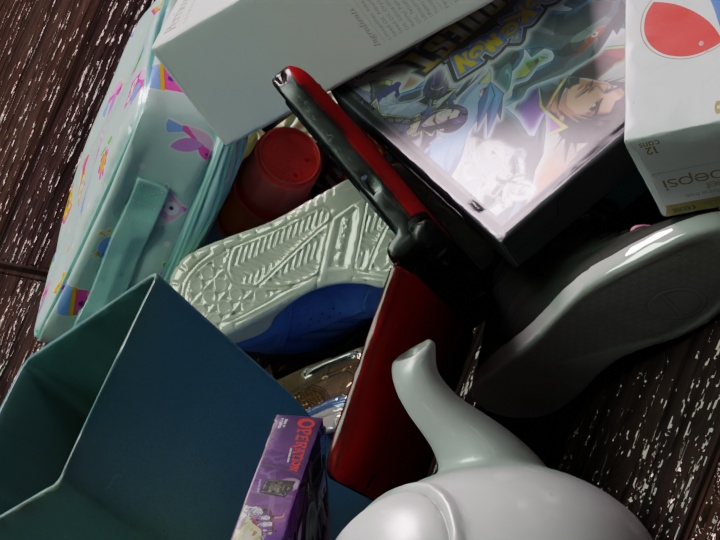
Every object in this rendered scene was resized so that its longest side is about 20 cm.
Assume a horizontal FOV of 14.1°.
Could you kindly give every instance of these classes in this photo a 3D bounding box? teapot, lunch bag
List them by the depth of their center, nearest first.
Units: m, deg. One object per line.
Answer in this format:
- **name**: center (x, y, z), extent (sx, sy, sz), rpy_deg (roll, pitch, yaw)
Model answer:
- **teapot**: center (0.038, 0.172, 1.340), extent (0.198, 0.146, 0.200), rpy_deg (-55, 29, 17)
- **lunch bag**: center (-0.122, -0.045, 1.685), extent (0.161, 0.077, 0.201), rpy_deg (-87, 18, -53)

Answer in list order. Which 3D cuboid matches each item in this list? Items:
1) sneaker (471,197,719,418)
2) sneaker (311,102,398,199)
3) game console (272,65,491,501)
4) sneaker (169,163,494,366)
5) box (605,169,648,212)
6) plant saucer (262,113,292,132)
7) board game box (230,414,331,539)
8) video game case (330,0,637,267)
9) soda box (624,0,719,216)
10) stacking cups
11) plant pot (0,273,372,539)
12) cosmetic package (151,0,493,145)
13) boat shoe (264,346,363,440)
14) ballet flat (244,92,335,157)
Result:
- **sneaker**: center (0.120, -0.010, 1.432), extent (0.200, 0.070, 0.100), rpy_deg (-38, 41, 48)
- **sneaker**: center (0.007, -0.057, 1.698), extent (0.200, 0.077, 0.073), rpy_deg (-39, 71, 61)
- **game console**: center (-0.005, 0.013, 1.471), extent (0.119, 0.173, 0.200), rpy_deg (-41, -16, 2)
- **sneaker**: center (0.000, -0.001, 1.637), extent (0.199, 0.111, 0.077), rpy_deg (-21, 76, 12)
- **box**: center (0.119, -0.116, 1.552), extent (0.082, 0.049, 0.201), rpy_deg (-41, 34, 36)
- **plant saucer**: center (0.013, -0.154, 1.685), extent (0.200, 0.032, 0.200), rpy_deg (-40, 5, 4)
- **board game box**: center (-0.035, 0.185, 1.404), extent (0.120, 0.032, 0.201), rpy_deg (-64, -24, -55)
- **video game case**: center (0.105, -0.112, 1.475), extent (0.200, 0.026, 0.181), rpy_deg (-40, 41, -5)
- **soda box**: center (0.165, -0.126, 1.381), extent (0.068, 0.064, 0.201), rpy_deg (-11, 50, 20)
- **stacking cups**: center (-0.071, -0.025, 1.724), extent (0.200, 0.060, 0.061), rpy_deg (118, 165, -59)
- **plant pot**: center (-0.091, 0.134, 1.528), extent (0.141, 0.200, 0.142), rpy_deg (-31, 27, 47)
- **cosmetic package**: center (-0.003, -0.156, 1.529), extent (0.199, 0.071, 0.102), rpy_deg (-28, 23, 27)
- **boat shoe**: center (-0.041, 0.094, 1.644), extent (0.199, 0.072, 0.073), rpy_deg (-20, 45, 41)
- **ballet flat**: center (-0.051, -0.091, 1.819), extent (0.201, 0.072, 0.072), rpy_deg (-60, 27, 5)
